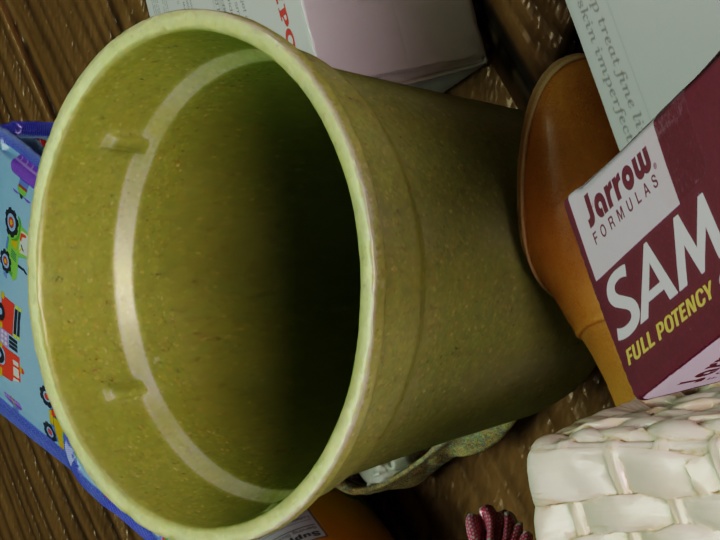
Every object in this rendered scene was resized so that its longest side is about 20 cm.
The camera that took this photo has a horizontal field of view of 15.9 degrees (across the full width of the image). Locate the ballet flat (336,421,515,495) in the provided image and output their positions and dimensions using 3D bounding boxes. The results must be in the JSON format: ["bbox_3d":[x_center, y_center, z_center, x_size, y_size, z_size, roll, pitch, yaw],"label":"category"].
[{"bbox_3d":[0.026,0.059,1.179,0.200,0.070,0.071,133,123,-62],"label":"ballet flat"}]

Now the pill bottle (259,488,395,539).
[{"bbox_3d":[-0.025,0.168,1.269,0.200,0.111,0.112,-133,39,-59],"label":"pill bottle"}]

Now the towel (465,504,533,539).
[{"bbox_3d":[0.034,0.216,1.104,0.147,0.030,0.201,88,-161,-61],"label":"towel"}]

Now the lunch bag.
[{"bbox_3d":[-0.100,0.034,1.223,0.200,0.094,0.151,43,131,49],"label":"lunch bag"}]

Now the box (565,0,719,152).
[{"bbox_3d":[0.144,-0.140,0.735,0.200,0.130,0.200,129,126,-61],"label":"box"}]

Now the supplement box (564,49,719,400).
[{"bbox_3d":[0.164,-0.030,0.646,0.109,0.199,0.061,130,125,-62],"label":"supplement box"}]

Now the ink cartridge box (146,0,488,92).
[{"bbox_3d":[-0.031,-0.130,1.198,0.200,0.086,0.147,-27,76,66],"label":"ink cartridge box"}]

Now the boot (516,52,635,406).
[{"bbox_3d":[0.129,0.019,0.935,0.144,0.071,0.202,7,110,60],"label":"boot"}]

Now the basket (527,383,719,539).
[{"bbox_3d":[0.158,0.093,0.766,0.200,0.123,0.136,-6,95,53],"label":"basket"}]

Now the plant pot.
[{"bbox_3d":[0.000,0.000,1.027,0.200,0.184,0.201,3,94,46],"label":"plant pot"}]
